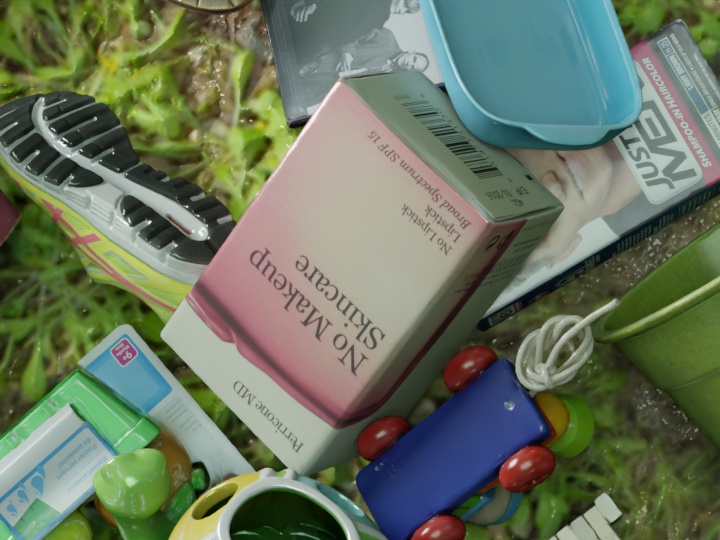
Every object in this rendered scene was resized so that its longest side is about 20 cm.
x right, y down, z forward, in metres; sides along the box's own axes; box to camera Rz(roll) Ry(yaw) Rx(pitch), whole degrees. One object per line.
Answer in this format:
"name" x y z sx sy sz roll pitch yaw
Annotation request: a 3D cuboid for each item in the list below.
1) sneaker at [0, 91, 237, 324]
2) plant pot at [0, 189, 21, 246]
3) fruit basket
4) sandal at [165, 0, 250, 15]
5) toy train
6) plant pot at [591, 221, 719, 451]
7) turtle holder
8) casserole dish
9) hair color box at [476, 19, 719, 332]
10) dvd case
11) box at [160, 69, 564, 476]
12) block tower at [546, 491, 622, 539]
"sneaker" -0.160 -0.033 1.451 0.078 0.091 0.200 -30 57 -34
"plant pot" -0.311 -0.038 1.415 0.179 0.200 0.201 38 87 -7
"fruit basket" -0.145 0.165 1.415 0.185 0.094 0.200 -40 88 -6
"sandal" -0.143 -0.214 1.486 0.199 0.054 0.081 21 79 22
"toy train" 0.101 0.085 1.360 0.200 0.115 0.085 -40 66 23
"plant pot" 0.265 0.061 1.358 0.199 0.200 0.191 -33 93 0
"turtle holder" -0.053 0.167 1.333 0.140 0.132 0.186 -22 60 -19
"casserole dish" 0.092 -0.140 1.392 0.120 0.039 0.201 1 53 -22
"hair color box" 0.133 -0.056 1.434 0.199 0.061 0.100 -31 81 1
"dvd case" 0.035 -0.184 1.476 0.198 0.025 0.152 -13 82 3
"box" 0.000 0.000 1.372 0.128 0.109 0.200 43 113 16
"block tower" 0.084 0.214 1.408 0.200 0.054 0.058 -38 82 0
